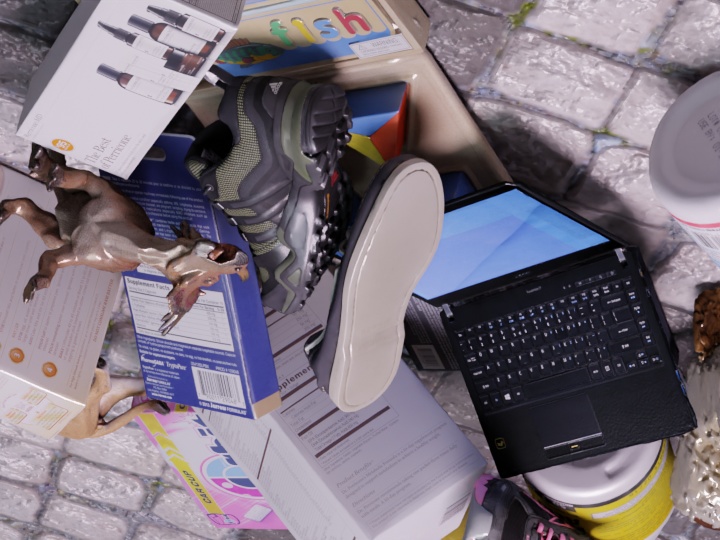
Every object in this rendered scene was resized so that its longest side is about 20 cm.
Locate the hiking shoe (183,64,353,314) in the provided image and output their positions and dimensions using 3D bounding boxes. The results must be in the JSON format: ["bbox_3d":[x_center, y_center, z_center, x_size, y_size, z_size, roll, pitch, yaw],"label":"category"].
[{"bbox_3d":[-0.060,-0.056,1.636,0.100,0.076,0.201,21,139,13],"label":"hiking shoe"}]

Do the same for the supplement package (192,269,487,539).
[{"bbox_3d":[-0.021,0.112,1.815,0.200,0.109,0.114,50,154,17],"label":"supplement package"}]

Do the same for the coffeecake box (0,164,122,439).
[{"bbox_3d":[-0.275,0.005,1.789,0.199,0.154,0.073,25,146,-18],"label":"coffeecake box"}]

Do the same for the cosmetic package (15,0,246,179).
[{"bbox_3d":[-0.143,-0.132,1.576,0.082,0.051,0.200,23,147,-14],"label":"cosmetic package"}]

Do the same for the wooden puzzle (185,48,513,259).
[{"bbox_3d":[-0.003,-0.066,1.682,0.184,0.047,0.200,-8,143,29],"label":"wooden puzzle"}]

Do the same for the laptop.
[{"bbox_3d":[0.099,0.044,1.696,0.177,0.103,0.201,-18,93,42],"label":"laptop"}]

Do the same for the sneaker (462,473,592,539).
[{"bbox_3d":[0.131,0.198,1.792,0.095,0.080,0.200,10,168,24],"label":"sneaker"}]

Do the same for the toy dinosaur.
[{"bbox_3d":[-0.162,-0.023,1.689,0.135,0.200,0.086,16,106,-29],"label":"toy dinosaur"}]

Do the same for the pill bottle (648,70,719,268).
[{"bbox_3d":[0.269,-0.030,1.580,0.108,0.109,0.200,-12,141,34],"label":"pill bottle"}]

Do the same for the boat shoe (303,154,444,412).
[{"bbox_3d":[0.000,0.000,1.655,0.072,0.063,0.201,-18,138,-35],"label":"boat shoe"}]

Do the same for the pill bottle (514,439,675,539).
[{"bbox_3d":[0.176,0.144,1.874,0.110,0.112,0.200,3,158,15],"label":"pill bottle"}]

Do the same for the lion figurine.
[{"bbox_3d":[-0.244,0.077,1.929,0.200,0.072,0.123,41,123,6],"label":"lion figurine"}]

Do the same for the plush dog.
[{"bbox_3d":[0.315,0.093,1.761,0.170,0.162,0.200,0,166,-14],"label":"plush dog"}]

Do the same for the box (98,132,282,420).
[{"bbox_3d":[-0.119,-0.003,1.736,0.121,0.032,0.202,9,117,46],"label":"box"}]

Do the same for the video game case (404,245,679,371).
[{"bbox_3d":[0.116,0.029,1.816,0.198,0.019,0.143,-1,146,20],"label":"video game case"}]

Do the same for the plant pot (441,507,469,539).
[{"bbox_3d":[0.053,0.246,2.048,0.199,0.200,0.142,-26,106,46],"label":"plant pot"}]

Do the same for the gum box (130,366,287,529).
[{"bbox_3d":[-0.088,0.135,2.010,0.113,0.067,0.200,-2,146,21],"label":"gum box"}]

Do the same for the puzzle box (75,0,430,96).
[{"bbox_3d":[-0.072,-0.167,1.567,0.199,0.026,0.133,-8,142,31],"label":"puzzle box"}]
